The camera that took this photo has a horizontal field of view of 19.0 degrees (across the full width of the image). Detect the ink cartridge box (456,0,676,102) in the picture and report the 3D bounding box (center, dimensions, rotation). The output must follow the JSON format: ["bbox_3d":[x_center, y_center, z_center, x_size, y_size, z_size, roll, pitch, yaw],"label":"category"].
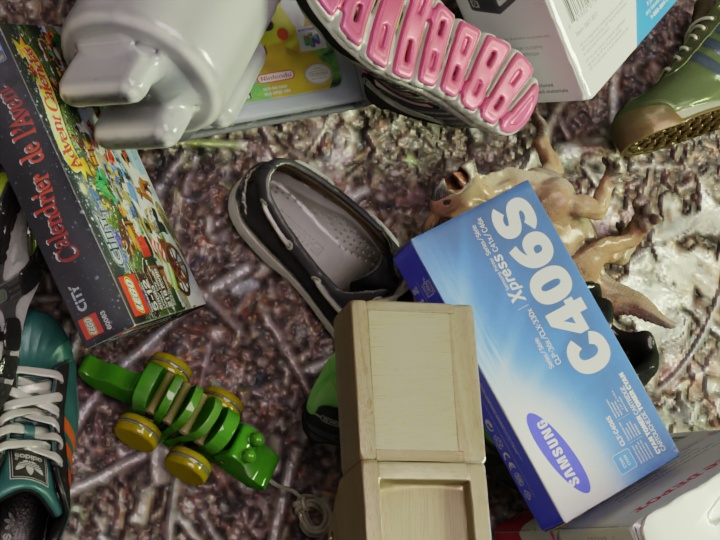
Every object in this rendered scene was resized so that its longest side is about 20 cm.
[{"bbox_3d":[0.123,-0.235,1.452,0.145,0.083,0.201,-46,123,-36],"label":"ink cartridge box"}]

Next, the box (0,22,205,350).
[{"bbox_3d":[-0.173,-0.056,1.344,0.037,0.137,0.201,-25,89,14],"label":"box"}]

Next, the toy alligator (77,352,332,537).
[{"bbox_3d":[-0.090,0.107,1.379,0.199,0.054,0.060,34,62,-12],"label":"toy alligator"}]

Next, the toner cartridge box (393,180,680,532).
[{"bbox_3d":[0.111,0.053,1.357,0.095,0.043,0.201,-27,84,-20],"label":"toner cartridge box"}]

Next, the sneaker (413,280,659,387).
[{"bbox_3d":[0.122,0.036,1.427,0.199,0.087,0.074,32,38,-28],"label":"sneaker"}]

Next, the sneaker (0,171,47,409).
[{"bbox_3d":[-0.251,0.027,1.324,0.074,0.080,0.201,50,49,-42],"label":"sneaker"}]

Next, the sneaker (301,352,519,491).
[{"bbox_3d":[0.046,0.105,1.429,0.199,0.084,0.077,23,39,-29],"label":"sneaker"}]

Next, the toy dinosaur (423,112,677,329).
[{"bbox_3d":[0.124,-0.016,1.472,0.136,0.086,0.200,-44,109,-13],"label":"toy dinosaur"}]

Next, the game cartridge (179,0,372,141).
[{"bbox_3d":[-0.072,-0.164,1.453,0.199,0.040,0.134,-12,80,-21],"label":"game cartridge"}]

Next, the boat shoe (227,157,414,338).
[{"bbox_3d":[0.000,0.000,1.431,0.200,0.060,0.074,45,64,-7],"label":"boat shoe"}]

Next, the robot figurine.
[{"bbox_3d":[-0.114,-0.168,1.350,0.170,0.112,0.201,58,46,-42],"label":"robot figurine"}]

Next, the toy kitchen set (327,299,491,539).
[{"bbox_3d":[0.046,0.138,1.354,0.162,0.200,0.182,3,70,-18],"label":"toy kitchen set"}]

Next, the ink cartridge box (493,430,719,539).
[{"bbox_3d":[0.198,0.169,1.392,0.147,0.200,0.086,-27,95,-22],"label":"ink cartridge box"}]

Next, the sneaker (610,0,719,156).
[{"bbox_3d":[0.254,-0.152,1.554,0.199,0.067,0.090,-20,79,-22],"label":"sneaker"}]

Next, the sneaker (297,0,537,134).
[{"bbox_3d":[0.021,-0.147,1.402,0.199,0.087,0.074,29,72,-34],"label":"sneaker"}]

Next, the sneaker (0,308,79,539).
[{"bbox_3d":[-0.205,0.117,1.325,0.071,0.080,0.202,8,74,-18],"label":"sneaker"}]
